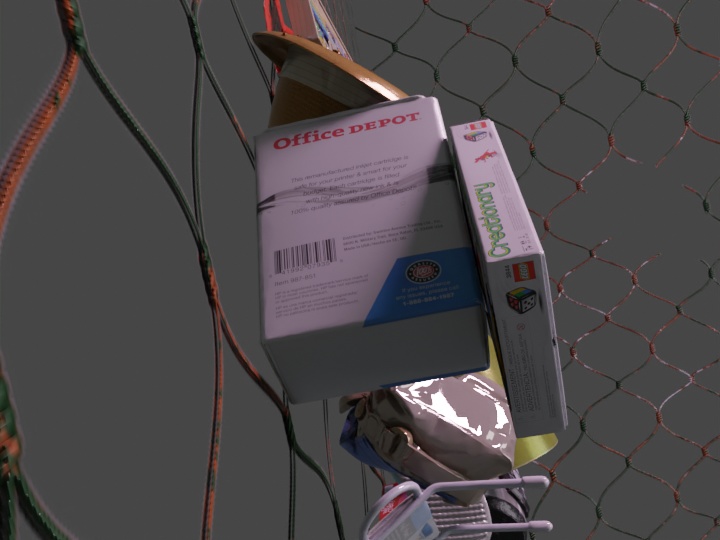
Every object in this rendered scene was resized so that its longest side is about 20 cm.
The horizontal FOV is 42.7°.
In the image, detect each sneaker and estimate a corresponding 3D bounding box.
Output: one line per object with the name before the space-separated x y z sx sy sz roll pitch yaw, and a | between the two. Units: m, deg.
sneaker | 0.065 0.200 0.958 0.200 0.074 0.082 54 1 7

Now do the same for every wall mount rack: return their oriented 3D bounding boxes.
wall mount rack | 0.075 0.231 0.785 0.075 0.174 0.200 44 -14 31

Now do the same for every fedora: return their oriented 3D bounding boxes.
fedora | -0.023 -0.129 0.788 0.082 0.200 0.201 -61 174 1

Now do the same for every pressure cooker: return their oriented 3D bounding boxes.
pressure cooker | 0.156 0.344 1.414 0.200 0.178 0.176 -94 -159 -58

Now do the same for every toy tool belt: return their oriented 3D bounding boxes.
toy tool belt | 0.036 0.144 0.843 0.123 0.199 0.125 -59 -176 38

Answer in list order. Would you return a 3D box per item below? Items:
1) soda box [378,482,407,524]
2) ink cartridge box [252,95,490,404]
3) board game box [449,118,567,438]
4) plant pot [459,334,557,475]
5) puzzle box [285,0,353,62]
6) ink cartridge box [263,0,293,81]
soda box | 0.056 0.297 1.006 0.200 0.063 0.070 -61 139 -81
ink cartridge box | 0.004 -0.019 0.665 0.084 0.144 0.201 73 8 -50
board game box | 0.094 -0.004 0.606 0.200 0.034 0.127 -92 170 -60
plant pot | 0.139 0.168 1.237 0.187 0.186 0.201 23 45 -84
puzzle box | -0.027 -0.217 0.987 0.200 0.025 0.133 54 17 -52
ink cartridge box | -0.056 -0.210 0.974 0.160 0.047 0.201 -94 172 -58
